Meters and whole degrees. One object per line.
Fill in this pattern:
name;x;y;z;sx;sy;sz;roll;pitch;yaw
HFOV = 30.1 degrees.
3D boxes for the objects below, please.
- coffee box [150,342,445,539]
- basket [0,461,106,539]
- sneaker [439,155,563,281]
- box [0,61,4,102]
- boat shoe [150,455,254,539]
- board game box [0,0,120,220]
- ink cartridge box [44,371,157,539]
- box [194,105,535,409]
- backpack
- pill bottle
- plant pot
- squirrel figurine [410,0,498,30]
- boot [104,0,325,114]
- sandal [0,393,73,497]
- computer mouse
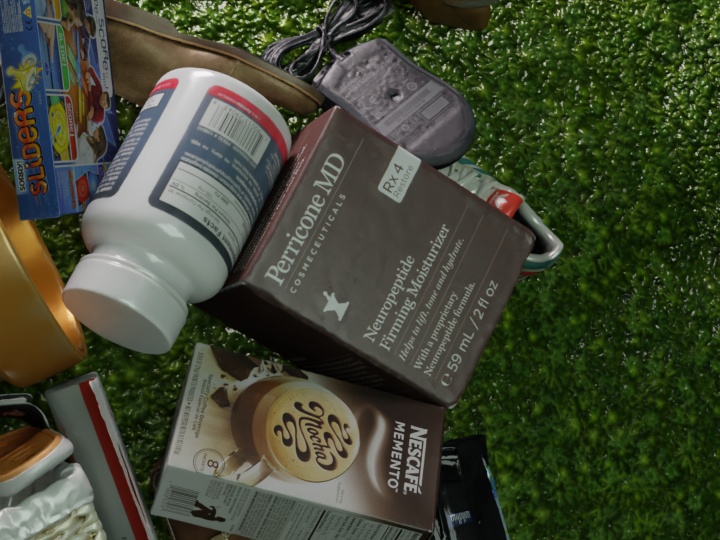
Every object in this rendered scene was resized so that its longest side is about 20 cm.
coffee box;-0.044;0.142;1.005;0.199;0.080;0.113;15;50;-9
basket;-0.266;0.247;0.951;0.198;0.200;0.161;-28;96;-21
sneaker;0.101;-0.069;1.184;0.200;0.093;0.070;42;71;-12
box;-0.335;-0.230;1.061;0.159;0.046;0.201;22;76;-17
boat shoe;-0.108;0.237;1.067;0.200;0.076;0.072;57;33;-5
board game box;-0.229;-0.143;1.029;0.034;0.135;0.201;-5;94;12
ink cartridge box;-0.189;0.160;0.988;0.050;0.200;0.163;-20;91;-9
box;0.000;0.000;1.099;0.200;0.164;0.166;31;74;-15
backpack;0.058;0.262;1.114;0.163;0.154;0.200;-17;68;-26
pill bottle;-0.143;-0.044;1.024;0.119;0.120;0.200;32;63;-15
plant pot;-0.325;0.016;0.971;0.183;0.200;0.201;-26;94;-6
squirrel figurine;0.070;-0.332;1.184;0.199;0.141;0.187;4;76;-23
boot;-0.130;-0.157;1.115;0.199;0.074;0.076;19;89;-1
sandal;-0.258;0.118;0.963;0.079;0.207;0.059;-34;100;-27
computer mouse;0.022;-0.151;1.161;0.138;0.053;0.200;-35;64;-17
